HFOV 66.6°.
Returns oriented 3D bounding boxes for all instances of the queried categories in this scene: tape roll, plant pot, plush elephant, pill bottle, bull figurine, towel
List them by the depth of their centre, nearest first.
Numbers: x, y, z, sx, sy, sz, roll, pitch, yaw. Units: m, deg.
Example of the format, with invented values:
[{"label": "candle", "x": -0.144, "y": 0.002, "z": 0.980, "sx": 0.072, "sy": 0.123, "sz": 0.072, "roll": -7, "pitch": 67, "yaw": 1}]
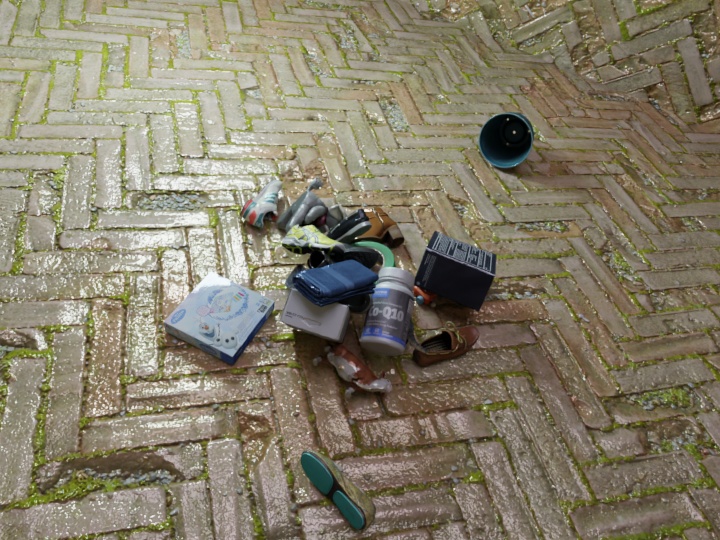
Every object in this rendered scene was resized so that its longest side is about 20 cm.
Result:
[{"label": "towel", "x": -0.057, "y": 0.028, "z": 1.272, "sx": 0.111, "sy": 0.049, "sz": 0.199, "roll": 35, "pitch": 32, "yaw": 32}, {"label": "bull figurine", "x": -0.018, "y": 0.245, "z": 1.316, "sx": 0.199, "sy": 0.066, "sz": 0.121, "roll": 34, "pitch": 16, "yaw": 28}, {"label": "pill bottle", "x": 0.073, "y": 0.102, "z": 1.378, "sx": 0.113, "sy": 0.114, "sz": 0.202, "roll": 13, "pitch": 68, "yaw": 0}, {"label": "tape roll", "x": 0.000, "y": 0.000, "z": 1.526, "sx": 0.199, "sy": 0.048, "sz": 0.201, "roll": -9, "pitch": 40, "yaw": 7}, {"label": "plush elephant", "x": -0.129, "y": -0.156, "z": 1.632, "sx": 0.155, "sy": 0.164, "sz": 0.201, "roll": 38, "pitch": 81, "yaw": -24}, {"label": "plant pot", "x": 0.571, "y": -0.513, "z": 2.097, "sx": 0.199, "sy": 0.201, "sz": 0.188, "roll": 27, "pitch": 32, "yaw": 13}]

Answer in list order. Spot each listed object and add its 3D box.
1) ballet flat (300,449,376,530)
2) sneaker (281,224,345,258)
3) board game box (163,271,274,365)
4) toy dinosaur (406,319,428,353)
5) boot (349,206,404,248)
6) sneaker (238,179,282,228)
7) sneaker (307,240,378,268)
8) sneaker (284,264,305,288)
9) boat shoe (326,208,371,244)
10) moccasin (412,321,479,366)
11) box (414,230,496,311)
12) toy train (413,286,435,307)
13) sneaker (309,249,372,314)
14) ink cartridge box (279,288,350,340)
[{"label": "ballet flat", "x": -0.044, "y": 0.447, "z": 1.141, "sx": 0.070, "sy": 0.071, "sz": 0.200, "roll": -31, "pitch": 60, "yaw": -34}, {"label": "sneaker", "x": -0.124, "y": -0.082, "z": 1.453, "sx": 0.199, "sy": 0.075, "sz": 0.077, "roll": 12, "pitch": 71, "yaw": 32}, {"label": "board game box", "x": -0.352, "y": 0.115, "z": 1.387, "sx": 0.198, "sy": 0.044, "sz": 0.200, "roll": 25, "pitch": 47, "yaw": 10}, {"label": "toy dinosaur", "x": 0.112, "y": 0.162, "z": 1.420, "sx": 0.047, "sy": 0.088, "sz": 0.201, "roll": 35, "pitch": 22, "yaw": -32}, {"label": "boot", "x": 0.022, "y": -0.128, "z": 1.684, "sx": 0.199, "sy": 0.074, "sz": 0.155, "roll": -7, "pitch": 49, "yaw": -34}, {"label": "sneaker", "x": -0.284, "y": -0.200, "z": 1.693, "sx": 0.093, "sy": 0.070, "sz": 0.200, "roll": 39, "pitch": 47, "yaw": -1}, {"label": "sneaker", "x": -0.046, "y": -0.046, "z": 1.501, "sx": 0.198, "sy": 0.076, "sz": 0.091, "roll": -1, "pitch": 39, "yaw": 15}, {"label": "sneaker", "x": -0.138, "y": 0.046, "z": 1.463, "sx": 0.075, "sy": 0.087, "sz": 0.200, "roll": -50, "pitch": 33, "yaw": -3}, {"label": "boat shoe", "x": -0.054, "y": -0.106, "z": 1.570, "sx": 0.075, "sy": 0.199, "sz": 0.061, "roll": 9, "pitch": 56, "yaw": -60}, {"label": "moccasin", "x": 0.228, "y": 0.184, "z": 1.431, "sx": 0.200, "sy": 0.078, "sz": 0.074, "roll": -11, "pitch": 51, "yaw": -22}, {"label": "box", "x": 0.269, "y": -0.002, "z": 1.542, "sx": 0.197, "sy": 0.124, "sz": 0.200, "roll": 21, "pitch": 22, "yaw": 8}, {"label": "toy train", "x": 0.119, "y": 0.060, "z": 1.538, "sx": 0.199, "sy": 0.056, "sz": 0.150, "roll": -22, "pitch": 56, "yaw": -30}, {"label": "sneaker", "x": -0.058, "y": 0.030, "z": 1.376, "sx": 0.075, "sy": 0.106, "sz": 0.200, "roll": -48, "pitch": 51, "yaw": -2}, {"label": "ink cartridge box", "x": -0.103, "y": 0.115, "z": 1.330, "sx": 0.143, "sy": 0.200, "sz": 0.084, "roll": 17, "pitch": 81, "yaw": 3}]
